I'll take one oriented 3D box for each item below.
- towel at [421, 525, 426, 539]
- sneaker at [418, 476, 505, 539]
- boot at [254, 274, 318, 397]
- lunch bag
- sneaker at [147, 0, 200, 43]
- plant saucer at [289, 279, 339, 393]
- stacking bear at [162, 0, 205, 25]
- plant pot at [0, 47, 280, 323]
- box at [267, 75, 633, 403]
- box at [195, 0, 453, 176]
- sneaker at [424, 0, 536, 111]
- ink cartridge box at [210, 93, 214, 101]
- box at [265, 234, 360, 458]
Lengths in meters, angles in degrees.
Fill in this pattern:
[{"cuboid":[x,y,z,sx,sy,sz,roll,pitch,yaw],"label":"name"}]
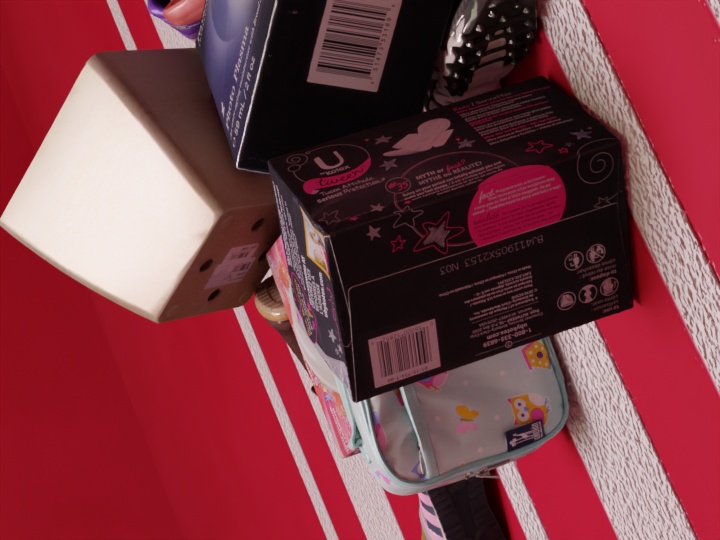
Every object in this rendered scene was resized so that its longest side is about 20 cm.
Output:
[{"cuboid":[0.093,0.289,1.941,0.201,0.022,0.147,89,156,-44],"label":"towel"},{"cuboid":[0.068,0.181,1.791,0.082,0.070,0.201,19,125,61],"label":"sneaker"},{"cuboid":[-0.035,0.071,1.996,0.200,0.072,0.167,-80,-31,-76],"label":"boot"},{"cuboid":[0.054,0.061,1.535,0.077,0.160,0.201,135,116,-74],"label":"lunch bag"},{"cuboid":[-0.132,-0.263,1.833,0.200,0.083,0.081,-44,31,52],"label":"sneaker"},{"cuboid":[0.000,0.000,1.655,0.200,0.050,0.201,-14,71,45],"label":"plant saucer"},{"cuboid":[-0.039,-0.168,1.644,0.113,0.122,0.200,-27,108,35],"label":"stacking bear"},{"cuboid":[-0.165,-0.067,1.893,0.177,0.199,0.200,45,119,22],"label":"plant pot"},{"cuboid":[0.058,-0.022,1.341,0.115,0.199,0.133,-128,24,-54],"label":"box"},{"cuboid":[-0.026,-0.190,1.415,0.199,0.123,0.201,-112,33,-58],"label":"box"},{"cuboid":[0.065,-0.158,1.412,0.200,0.066,0.091,103,143,-67],"label":"sneaker"},{"cuboid":[-0.067,-0.189,1.781,0.094,0.044,0.200,61,144,33],"label":"ink cartridge box"},{"cuboid":[0.000,0.052,1.841,0.103,0.094,0.201,136,114,-73],"label":"box"}]
